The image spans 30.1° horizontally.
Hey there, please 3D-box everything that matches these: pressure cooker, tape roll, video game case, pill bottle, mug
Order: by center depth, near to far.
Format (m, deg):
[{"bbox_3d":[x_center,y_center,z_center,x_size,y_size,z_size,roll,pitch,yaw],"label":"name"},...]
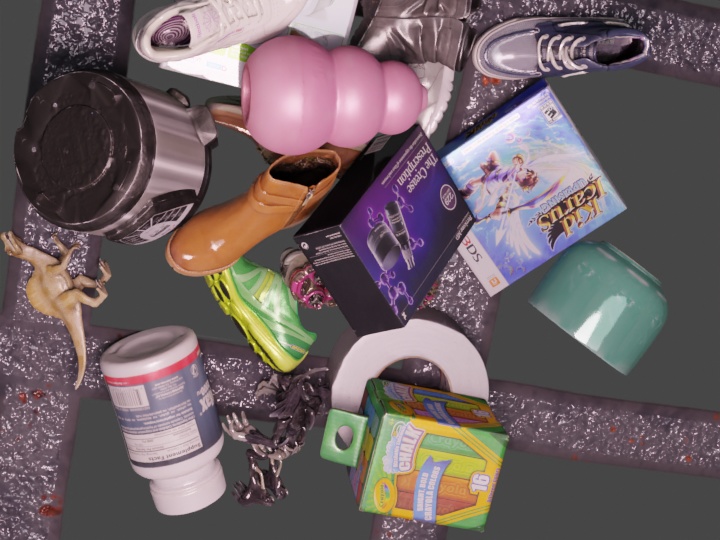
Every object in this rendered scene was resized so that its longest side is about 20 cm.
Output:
[{"bbox_3d":[-0.257,-0.123,1.469,0.174,0.200,0.181,18,93,19],"label":"pressure cooker"},{"bbox_3d":[-0.227,0.179,1.593,0.118,0.120,0.202,-15,108,-4],"label":"pill bottle"},{"bbox_3d":[0.187,-0.096,1.601,0.199,0.046,0.182,-33,108,13],"label":"video game case"},{"bbox_3d":[0.297,0.036,1.630,0.151,0.185,0.115,37,95,8],"label":"mug"},{"bbox_3d":[0.057,0.146,1.655,0.197,0.066,0.203,-2,106,-9],"label":"tape roll"}]

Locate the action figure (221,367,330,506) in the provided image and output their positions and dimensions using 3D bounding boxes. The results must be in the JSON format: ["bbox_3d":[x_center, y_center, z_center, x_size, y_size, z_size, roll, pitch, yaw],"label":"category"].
[{"bbox_3d":[-0.106,0.185,1.603,0.101,0.119,0.202,30,118,19],"label":"action figure"}]

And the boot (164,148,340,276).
[{"bbox_3d":[-0.116,-0.067,1.488,0.198,0.155,0.077,-18,79,-23],"label":"boot"}]

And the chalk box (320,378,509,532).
[{"bbox_3d":[0.055,0.211,1.573,0.197,0.124,0.126,10,103,-11],"label":"chalk box"}]

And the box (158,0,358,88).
[{"bbox_3d":[-0.110,-0.292,1.493,0.197,0.097,0.179,12,103,-11],"label":"box"}]

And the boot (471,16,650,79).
[{"bbox_3d":[0.233,-0.260,1.557,0.197,0.090,0.074,-10,107,-6],"label":"boot"}]

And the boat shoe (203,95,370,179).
[{"bbox_3d":[-0.088,-0.150,1.549,0.197,0.076,0.073,15,105,-11],"label":"boat shoe"}]

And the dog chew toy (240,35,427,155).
[{"bbox_3d":[-0.025,-0.185,1.428,0.197,0.125,0.126,-1,106,-14],"label":"dog chew toy"}]

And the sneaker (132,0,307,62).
[{"bbox_3d":[-0.142,-0.260,1.397,0.198,0.100,0.076,-22,106,-2],"label":"sneaker"}]

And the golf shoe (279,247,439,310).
[{"bbox_3d":[0.000,0.000,1.596,0.198,0.092,0.073,6,118,-26],"label":"golf shoe"}]

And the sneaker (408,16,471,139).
[{"bbox_3d":[0.071,-0.236,1.558,0.081,0.075,0.203,14,94,-1],"label":"sneaker"}]

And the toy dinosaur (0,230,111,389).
[{"bbox_3d":[-0.343,0.028,1.577,0.100,0.058,0.202,-25,100,15],"label":"toy dinosaur"}]

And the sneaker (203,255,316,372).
[{"bbox_3d":[-0.124,0.025,1.601,0.083,0.074,0.201,-38,105,-25],"label":"sneaker"}]

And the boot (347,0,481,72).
[{"bbox_3d":[0.055,-0.240,1.491,0.130,0.070,0.202,18,106,12],"label":"boot"}]

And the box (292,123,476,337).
[{"bbox_3d":[0.032,-0.046,1.496,0.078,0.201,0.142,-11,121,40],"label":"box"}]
